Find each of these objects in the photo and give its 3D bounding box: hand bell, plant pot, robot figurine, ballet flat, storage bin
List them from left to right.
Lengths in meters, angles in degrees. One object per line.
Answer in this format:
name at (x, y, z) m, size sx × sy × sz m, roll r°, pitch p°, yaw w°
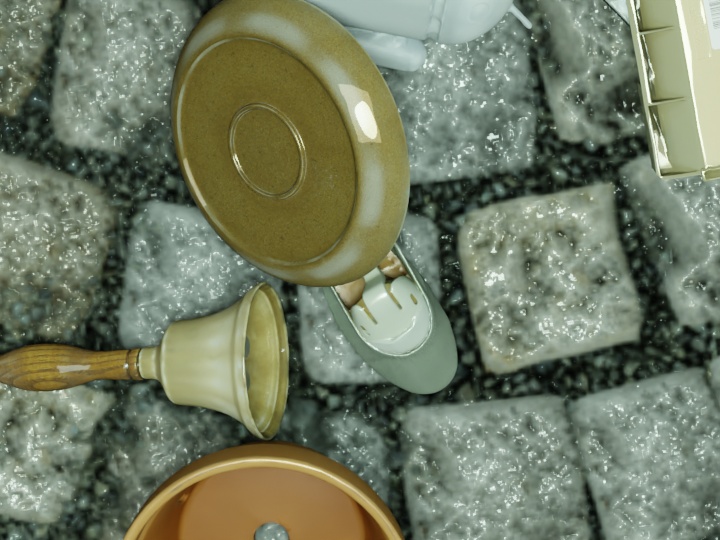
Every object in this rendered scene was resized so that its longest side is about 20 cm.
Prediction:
hand bell at (-0.156, 0.063, 1.717) m, size 0.199 × 0.104 × 0.105 m, roll -2°, pitch 98°, yaw 15°
plant pot at (-0.061, 0.197, 1.685) m, size 0.199 × 0.140 × 0.202 m, roll 0°, pitch 105°, yaw 1°
plant pot at (-0.054, -0.080, 1.648) m, size 0.199 × 0.027 × 0.201 m, roll 18°, pitch 121°, yaw 34°
ballet flat at (0.000, 0.000, 1.700) m, size 0.067 × 0.064 × 0.201 m, roll -29°, pitch 97°, yaw 6°
robot figurine at (0.020, -0.210, 1.644) m, size 0.199 × 0.113 × 0.170 m, roll 12°, pitch 122°, yaw 0°
storage bin at (0.265, -0.171, 1.616) m, size 0.197 × 0.094 × 0.201 m, roll -11°, pitch 100°, yaw 3°

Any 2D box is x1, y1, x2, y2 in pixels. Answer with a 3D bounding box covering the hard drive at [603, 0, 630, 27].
hard drive at (0.200, -0.234, 1.674) m, size 0.140 × 0.038 × 0.200 m, roll -44°, pitch 95°, yaw 7°
